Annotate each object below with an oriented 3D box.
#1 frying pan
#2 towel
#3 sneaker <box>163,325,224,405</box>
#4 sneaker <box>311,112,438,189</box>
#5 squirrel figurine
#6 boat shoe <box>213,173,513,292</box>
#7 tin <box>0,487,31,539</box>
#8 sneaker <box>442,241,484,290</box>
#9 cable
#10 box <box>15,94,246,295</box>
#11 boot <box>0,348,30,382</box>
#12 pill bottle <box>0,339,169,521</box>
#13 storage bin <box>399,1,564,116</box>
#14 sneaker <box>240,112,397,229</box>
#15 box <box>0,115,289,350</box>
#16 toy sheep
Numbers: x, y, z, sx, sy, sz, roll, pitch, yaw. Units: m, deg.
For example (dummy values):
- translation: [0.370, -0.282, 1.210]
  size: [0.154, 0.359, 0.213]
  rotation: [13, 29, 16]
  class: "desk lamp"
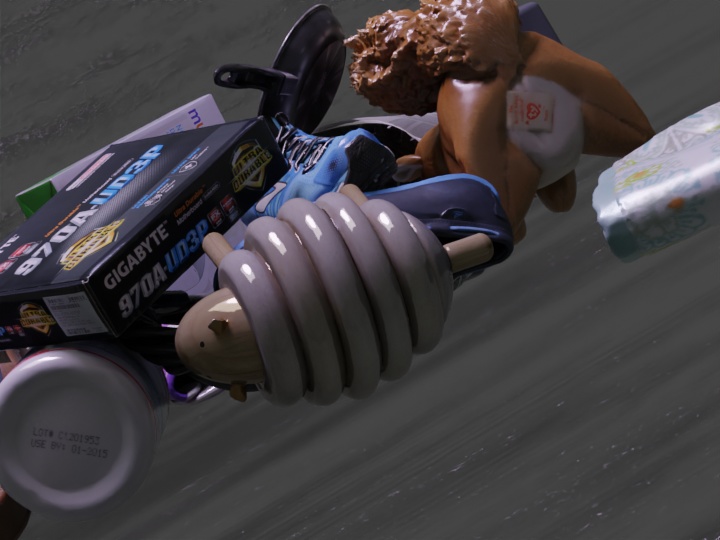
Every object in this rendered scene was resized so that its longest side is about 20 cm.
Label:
- translation: [-0.048, -0.148, 1.499]
  size: [0.115, 0.031, 0.190]
  rotation: [-63, -15, -10]
  class: "frying pan"
- translation: [0.223, -0.071, 1.259]
  size: [0.171, 0.048, 0.200]
  rotation: [-27, 7, 12]
  class: "towel"
- translation: [-0.164, 0.080, 1.590]
  size: [0.200, 0.073, 0.114]
  rotation: [-28, 11, 9]
  class: "sneaker"
- translation: [0.033, -0.089, 1.651]
  size: [0.199, 0.074, 0.079]
  rotation: [-2, 21, -33]
  class: "sneaker"
- translation: [0.083, -0.117, 1.533]
  size: [0.141, 0.200, 0.187]
  rotation: [-37, 7, -16]
  class: "squirrel figurine"
- translation: [0.004, -0.010, 1.355]
  size: [0.199, 0.084, 0.069]
  rotation: [-22, 46, -7]
  class: "boat shoe"
- translation: [-0.317, 0.170, 1.381]
  size: [0.199, 0.042, 0.112]
  rotation: [-18, 40, -5]
  class: "tin"
- translation: [0.000, 0.000, 1.487]
  size: [0.200, 0.081, 0.075]
  rotation: [-21, 12, 45]
  class: "sneaker"
- translation: [-0.109, 0.035, 1.411]
  size: [0.200, 0.163, 0.051]
  rotation: [-96, 27, -82]
  class: "cable"
- translation: [-0.170, -0.022, 1.826]
  size: [0.176, 0.201, 0.097]
  rotation: [-30, 8, -29]
  class: "box"
- translation: [-0.231, 0.064, 1.581]
  size: [0.096, 0.075, 0.200]
  rotation: [-1, 36, -14]
  class: "boot"
- translation: [-0.183, 0.093, 1.393]
  size: [0.108, 0.109, 0.200]
  rotation: [-28, 6, 1]
  class: "pill bottle"
- translation: [0.115, -0.156, 1.972]
  size: [0.145, 0.135, 0.200]
  rotation: [-33, 8, -40]
  class: "storage bin"
- translation: [-0.049, -0.066, 1.447]
  size: [0.078, 0.090, 0.200]
  rotation: [-42, 9, -26]
  class: "sneaker"
- translation: [-0.162, -0.023, 1.382]
  size: [0.159, 0.046, 0.200]
  rotation: [-7, 30, 43]
  class: "box"
- translation: [-0.015, 0.013, 1.242]
  size: [0.199, 0.138, 0.138]
  rotation: [-24, 6, -11]
  class: "toy sheep"
